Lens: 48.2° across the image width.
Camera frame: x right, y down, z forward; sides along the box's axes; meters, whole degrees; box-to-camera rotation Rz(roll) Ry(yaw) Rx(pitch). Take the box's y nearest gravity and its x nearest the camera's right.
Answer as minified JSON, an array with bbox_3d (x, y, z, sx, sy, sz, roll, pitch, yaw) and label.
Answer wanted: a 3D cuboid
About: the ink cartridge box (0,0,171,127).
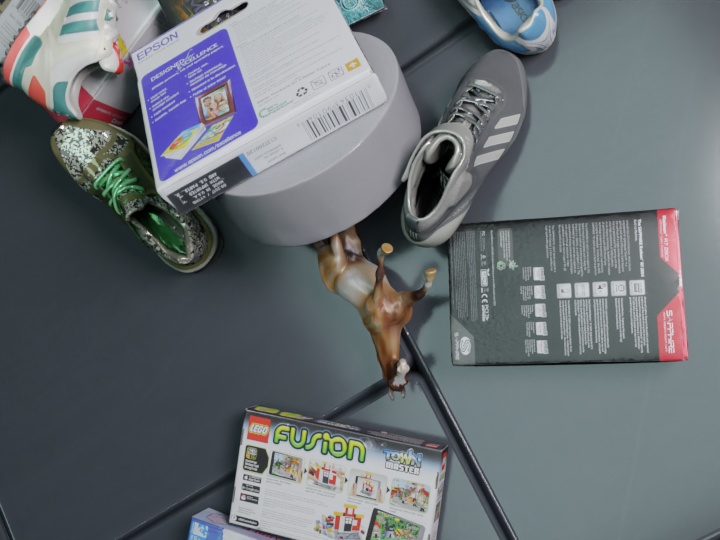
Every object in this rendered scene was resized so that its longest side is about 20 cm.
[{"bbox_3d":[-0.266,-0.257,0.829,0.148,0.086,0.200,44,97,12],"label":"ink cartridge box"}]

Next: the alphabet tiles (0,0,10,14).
[{"bbox_3d":[-0.443,-0.337,0.928,0.166,0.006,0.201,-43,77,10],"label":"alphabet tiles"}]

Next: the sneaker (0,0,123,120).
[{"bbox_3d":[-0.247,-0.235,0.754,0.093,0.070,0.202,35,95,-5],"label":"sneaker"}]

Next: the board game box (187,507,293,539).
[{"bbox_3d":[-0.088,0.356,0.762,0.195,0.041,0.205,12,90,17],"label":"board game box"}]

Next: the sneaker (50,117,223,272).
[{"bbox_3d":[-0.218,-0.075,0.777,0.199,0.089,0.077,40,92,-7],"label":"sneaker"}]

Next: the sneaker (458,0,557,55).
[{"bbox_3d":[0.103,-0.278,0.728,0.072,0.072,0.201,-44,75,11],"label":"sneaker"}]

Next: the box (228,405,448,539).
[{"bbox_3d":[-0.022,0.201,0.755,0.195,0.035,0.113,9,89,17],"label":"box"}]

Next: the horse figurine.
[{"bbox_3d":[0.000,0.000,0.729,0.049,0.134,0.200,-24,57,-29],"label":"horse figurine"}]

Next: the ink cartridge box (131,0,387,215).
[{"bbox_3d":[-0.097,-0.168,0.694,0.195,0.044,0.202,-28,51,6],"label":"ink cartridge box"}]

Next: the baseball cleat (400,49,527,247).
[{"bbox_3d":[0.093,-0.116,0.682,0.068,0.107,0.203,21,77,12],"label":"baseball cleat"}]

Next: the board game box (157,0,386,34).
[{"bbox_3d":[-0.089,-0.269,0.758,0.197,0.028,0.137,-24,112,3],"label":"board game box"}]

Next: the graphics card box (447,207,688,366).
[{"bbox_3d":[0.175,0.018,0.700,0.195,0.051,0.129,-4,85,16],"label":"graphics card box"}]

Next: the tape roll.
[{"bbox_3d":[-0.047,-0.119,0.712,0.196,0.067,0.203,-16,46,16],"label":"tape roll"}]
